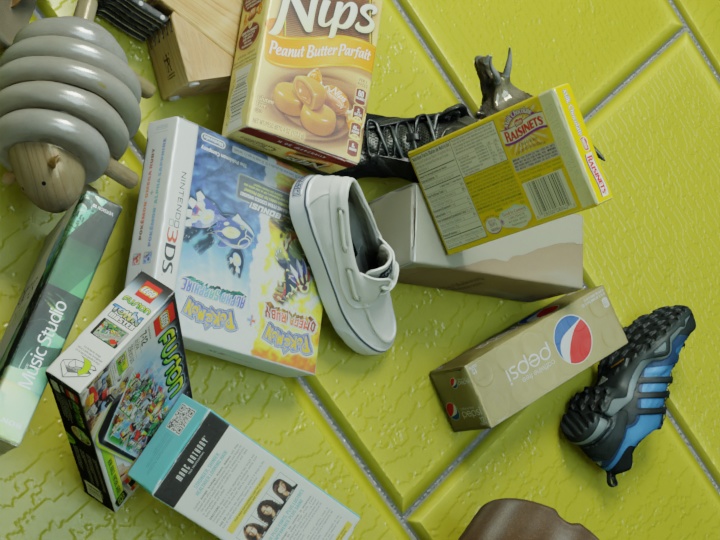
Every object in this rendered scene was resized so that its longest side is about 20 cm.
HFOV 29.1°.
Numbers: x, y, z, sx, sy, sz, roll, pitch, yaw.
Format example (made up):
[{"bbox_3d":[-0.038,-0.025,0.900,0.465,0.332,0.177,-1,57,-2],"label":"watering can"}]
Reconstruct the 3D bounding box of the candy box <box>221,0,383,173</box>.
[{"bbox_3d":[-0.047,-0.199,1.229,0.115,0.055,0.201,16,76,-30],"label":"candy box"}]

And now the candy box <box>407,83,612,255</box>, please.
[{"bbox_3d":[0.124,-0.082,1.191,0.026,0.200,0.103,-21,91,-36],"label":"candy box"}]

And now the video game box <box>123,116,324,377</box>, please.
[{"bbox_3d":[-0.110,-0.015,1.208,0.200,0.047,0.183,20,72,-44],"label":"video game box"}]

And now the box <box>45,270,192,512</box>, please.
[{"bbox_3d":[-0.184,0.100,1.093,0.035,0.200,0.110,31,61,19],"label":"box"}]

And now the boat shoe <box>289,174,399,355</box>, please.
[{"bbox_3d":[0.000,0.000,1.249,0.200,0.065,0.074,62,38,-37],"label":"boat shoe"}]

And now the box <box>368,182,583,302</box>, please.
[{"bbox_3d":[0.111,-0.024,1.344,0.199,0.095,0.078,8,76,-28],"label":"box"}]

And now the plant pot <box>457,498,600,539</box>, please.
[{"bbox_3d":[0.130,0.327,1.240,0.200,0.200,0.198,48,54,-14],"label":"plant pot"}]

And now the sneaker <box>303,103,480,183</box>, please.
[{"bbox_3d":[0.040,-0.124,1.309,0.199,0.114,0.077,8,75,-27],"label":"sneaker"}]

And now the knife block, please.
[{"bbox_3d":[-0.146,-0.249,1.249,0.199,0.064,0.176,-13,88,-32],"label":"knife block"}]

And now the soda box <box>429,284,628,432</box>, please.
[{"bbox_3d":[0.168,0.086,1.373,0.200,0.064,0.068,-27,95,-32],"label":"soda box"}]

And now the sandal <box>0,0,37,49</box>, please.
[{"bbox_3d":[-0.268,-0.278,1.172,0.201,0.054,0.080,-68,151,-25],"label":"sandal"}]

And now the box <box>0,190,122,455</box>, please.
[{"bbox_3d":[-0.253,0.047,1.082,0.036,0.144,0.201,25,68,-17],"label":"box"}]

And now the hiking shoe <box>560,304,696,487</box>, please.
[{"bbox_3d":[0.288,0.122,1.442,0.200,0.074,0.087,-47,113,-19],"label":"hiking shoe"}]

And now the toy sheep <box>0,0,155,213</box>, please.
[{"bbox_3d":[-0.240,-0.139,1.140,0.137,0.138,0.201,18,58,-27],"label":"toy sheep"}]

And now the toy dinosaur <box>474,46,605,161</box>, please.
[{"bbox_3d":[0.177,-0.136,1.398,0.199,0.102,0.077,28,68,-23],"label":"toy dinosaur"}]

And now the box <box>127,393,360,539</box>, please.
[{"bbox_3d":[-0.094,0.191,1.165,0.200,0.049,0.082,42,77,-35],"label":"box"}]
